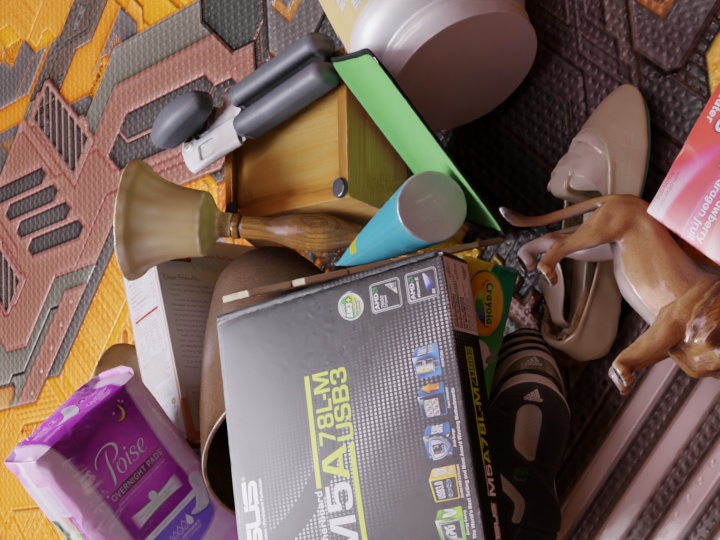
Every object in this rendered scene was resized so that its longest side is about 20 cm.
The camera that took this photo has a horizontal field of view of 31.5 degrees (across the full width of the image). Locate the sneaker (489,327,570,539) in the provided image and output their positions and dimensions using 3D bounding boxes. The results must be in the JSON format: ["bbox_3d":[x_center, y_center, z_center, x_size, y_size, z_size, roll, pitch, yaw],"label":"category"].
[{"bbox_3d":[0.117,0.131,0.955,0.116,0.075,0.202,-77,-3,-56],"label":"sneaker"}]

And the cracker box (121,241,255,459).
[{"bbox_3d":[-0.137,0.071,1.173,0.058,0.133,0.202,-33,62,39],"label":"cracker box"}]

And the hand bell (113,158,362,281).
[{"bbox_3d":[-0.097,-0.037,1.077,0.198,0.104,0.105,4,87,9],"label":"hand bell"}]

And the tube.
[{"bbox_3d":[0.032,-0.032,0.981,0.200,0.077,0.051,146,104,-77],"label":"tube"}]

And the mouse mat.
[{"bbox_3d":[0.039,-0.098,0.956,0.008,0.161,0.200,-39,12,-4],"label":"mouse mat"}]

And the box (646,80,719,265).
[{"bbox_3d":[0.278,-0.090,0.774,0.100,0.095,0.201,44,116,40],"label":"box"}]

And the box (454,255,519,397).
[{"bbox_3d":[0.063,0.092,0.921,0.117,0.048,0.202,-164,89,-88],"label":"box"}]

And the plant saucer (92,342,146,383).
[{"bbox_3d":[-0.178,0.156,1.182,0.035,0.200,0.202,-22,67,15],"label":"plant saucer"}]

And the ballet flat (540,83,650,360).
[{"bbox_3d":[0.162,-0.036,0.910,0.069,0.069,0.202,5,89,47],"label":"ballet flat"}]

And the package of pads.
[{"bbox_3d":[-0.182,0.190,1.047,0.075,0.121,0.201,-13,116,50],"label":"package of pads"}]

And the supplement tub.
[{"bbox_3d":[0.042,-0.225,1.010,0.145,0.145,0.201,-47,53,32],"label":"supplement tub"}]

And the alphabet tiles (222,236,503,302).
[{"bbox_3d":[0.000,0.000,0.963,0.166,0.198,0.006,168,90,-73],"label":"alphabet tiles"}]

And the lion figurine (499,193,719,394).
[{"bbox_3d":[0.190,0.004,0.834,0.122,0.073,0.201,-34,69,-2],"label":"lion figurine"}]

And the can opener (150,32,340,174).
[{"bbox_3d":[-0.104,-0.143,1.094,0.199,0.067,0.054,-27,67,42],"label":"can opener"}]

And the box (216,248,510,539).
[{"bbox_3d":[-0.004,0.107,0.866,0.192,0.047,0.202,-15,73,28],"label":"box"}]

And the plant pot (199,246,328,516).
[{"bbox_3d":[-0.058,0.077,1.077,0.187,0.186,0.201,-56,35,26],"label":"plant pot"}]

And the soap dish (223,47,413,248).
[{"bbox_3d":[-0.042,-0.111,1.132,0.199,0.081,0.159,-9,79,45],"label":"soap dish"}]
